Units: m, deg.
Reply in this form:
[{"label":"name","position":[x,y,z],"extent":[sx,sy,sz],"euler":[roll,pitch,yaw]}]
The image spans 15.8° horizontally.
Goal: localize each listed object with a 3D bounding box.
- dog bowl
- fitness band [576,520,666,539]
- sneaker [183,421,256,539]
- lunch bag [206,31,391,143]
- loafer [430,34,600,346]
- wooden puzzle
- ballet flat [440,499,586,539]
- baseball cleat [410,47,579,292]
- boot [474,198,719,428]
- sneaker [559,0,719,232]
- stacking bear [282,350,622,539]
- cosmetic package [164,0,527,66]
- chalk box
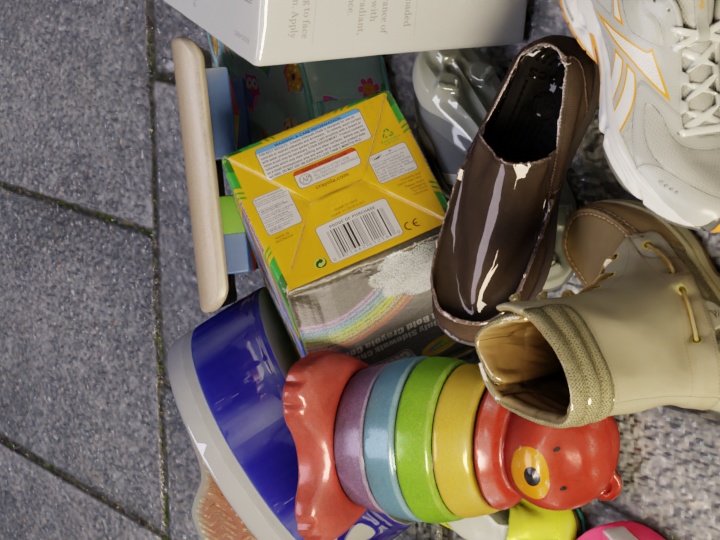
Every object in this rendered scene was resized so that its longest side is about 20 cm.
[{"label":"dog bowl","position":[-0.046,0.114,1.814],"extent":[0.079,0.200,0.201],"euler":[-33,57,12]},{"label":"fitness band","position":[0.177,0.241,1.589],"extent":[0.200,0.037,0.144],"euler":[51,141,48]},{"label":"sneaker","position":[-0.088,0.138,1.985],"extent":[0.071,0.080,0.201],"euler":[9,129,18]},{"label":"lunch bag","position":[-0.050,-0.148,1.889],"extent":[0.160,0.077,0.201],"euler":[-31,68,60]},{"label":"loafer","position":[0.085,-0.054,1.573],"extent":[0.073,0.071,0.201],"euler":[15,85,20]},{"label":"wooden puzzle","position":[-0.097,-0.068,1.826],"extent":[0.200,0.046,0.186],"euler":[-143,46,-88]},{"label":"ballet flat","position":[0.073,0.151,1.729],"extent":[0.200,0.067,0.067],"euler":[25,119,59]},{"label":"baseball cleat","position":[0.087,-0.055,1.680],"extent":[0.107,0.069,0.201],"euler":[98,155,-58]},{"label":"boot","position":[0.130,0.024,1.497],"extent":[0.200,0.155,0.073],"euler":[51,139,47]},{"label":"sneaker","position":[0.177,-0.119,1.471],"extent":[0.092,0.075,0.201],"euler":[-50,53,49]},{"label":"stacking bear","position":[0.067,0.109,1.639],"extent":[0.199,0.114,0.122],"euler":[1,105,28]},{"label":"cosmetic package","position":[-0.009,-0.239,1.660],"extent":[0.165,0.199,0.166],"euler":[38,129,53]},{"label":"chalk box","position":[0.000,0.000,1.742],"extent":[0.200,0.124,0.124],"euler":[76,170,-57]}]
